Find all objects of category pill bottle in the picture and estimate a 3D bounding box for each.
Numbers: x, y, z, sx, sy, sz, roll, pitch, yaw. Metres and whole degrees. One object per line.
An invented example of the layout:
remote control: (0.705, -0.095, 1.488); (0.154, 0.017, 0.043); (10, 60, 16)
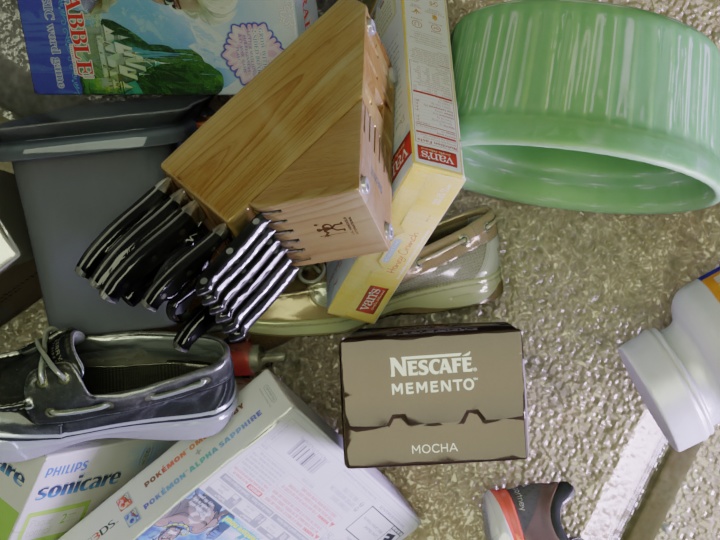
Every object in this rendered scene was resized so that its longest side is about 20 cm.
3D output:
pill bottle: (0.281, 0.039, 1.059); (0.200, 0.112, 0.112); (-29, 88, 2)

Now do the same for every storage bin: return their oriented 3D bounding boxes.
storage bin: (-0.144, -0.040, 1.015); (0.145, 0.200, 0.135); (-6, 100, 2)

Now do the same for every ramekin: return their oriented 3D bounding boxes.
ramekin: (0.143, -0.105, 1.029); (0.199, 0.200, 0.098); (8, 83, 3)

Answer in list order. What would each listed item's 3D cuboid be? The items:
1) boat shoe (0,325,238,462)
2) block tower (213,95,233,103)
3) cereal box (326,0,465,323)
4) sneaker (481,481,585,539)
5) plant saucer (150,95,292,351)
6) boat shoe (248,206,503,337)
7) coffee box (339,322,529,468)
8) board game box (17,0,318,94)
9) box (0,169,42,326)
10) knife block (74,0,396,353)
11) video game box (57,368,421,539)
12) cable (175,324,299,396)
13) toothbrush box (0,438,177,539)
boat shoe: (-0.172, 0.063, 0.936); (0.199, 0.072, 0.071); (-5, 134, -14)
block tower: (-0.096, -0.214, 1.059); (0.058, 0.054, 0.200); (-31, 121, -26)
cereal box: (0.017, -0.086, 1.012); (0.039, 0.144, 0.200); (13, 47, -17)
sneaker: (0.148, 0.240, 1.086); (0.082, 0.077, 0.200); (-17, 89, -4)
plant saucer: (-0.100, -0.037, 1.118); (0.200, 0.035, 0.201); (0, 90, 3)
boat shoe: (0.001, 0.001, 1.072); (0.200, 0.073, 0.063); (-8, 107, -13)
coffee box: (0.049, 0.076, 1.027); (0.113, 0.200, 0.080); (-3, 90, 3)
board game box: (-0.130, -0.211, 0.995); (0.199, 0.041, 0.200); (2, 115, 20)
box: (-0.257, -0.014, 1.043); (0.095, 0.200, 0.078); (-35, 88, 2)
knife block: (-0.071, -0.054, 0.911); (0.175, 0.064, 0.200); (-8, 56, 15)
video game box: (-0.076, 0.176, 1.045); (0.182, 0.200, 0.047); (-41, 50, 0)
cable: (-0.145, 0.079, 1.099); (0.199, 0.050, 0.097); (-8, 132, -1)
toothbrush box: (-0.224, 0.174, 1.038); (0.086, 0.146, 0.200); (32, 106, 25)
